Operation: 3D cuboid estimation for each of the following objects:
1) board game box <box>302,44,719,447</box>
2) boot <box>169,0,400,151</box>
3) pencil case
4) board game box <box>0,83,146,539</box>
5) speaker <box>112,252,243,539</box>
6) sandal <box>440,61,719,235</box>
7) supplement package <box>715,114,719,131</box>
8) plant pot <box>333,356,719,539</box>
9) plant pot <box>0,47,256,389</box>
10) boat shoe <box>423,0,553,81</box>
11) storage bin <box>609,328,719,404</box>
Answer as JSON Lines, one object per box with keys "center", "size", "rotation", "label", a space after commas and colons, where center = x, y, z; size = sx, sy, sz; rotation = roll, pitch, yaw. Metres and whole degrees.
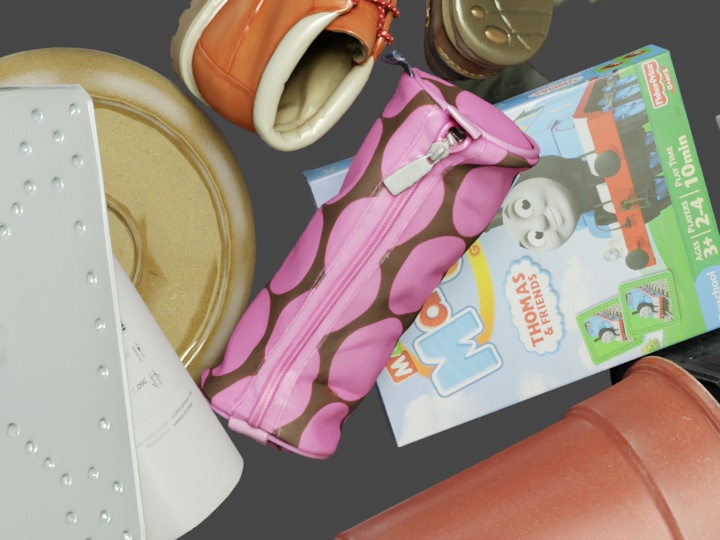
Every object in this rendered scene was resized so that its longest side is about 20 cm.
{"center": [0.087, -0.013, 0.879], "size": [0.198, 0.037, 0.153], "rotation": [-20, 104, -2], "label": "board game box"}
{"center": [0.001, -0.145, 0.789], "size": [0.075, 0.107, 0.201], "rotation": [34, 97, -36], "label": "boot"}
{"center": [0.000, 0.000, 0.803], "size": [0.090, 0.094, 0.201], "rotation": [31, 102, -7], "label": "pencil case"}
{"center": [-0.170, 0.033, 0.636], "size": [0.199, 0.026, 0.203], "rotation": [-10, 94, -53], "label": "board game box"}
{"center": [-0.134, 0.031, 0.759], "size": [0.081, 0.081, 0.201], "rotation": [-36, 109, -16], "label": "speaker"}
{"center": [0.125, -0.050, 0.915], "size": [0.199, 0.045, 0.076], "rotation": [35, 81, -23], "label": "sandal"}
{"center": [0.314, -0.016, 0.943], "size": [0.110, 0.155, 0.202], "rotation": [-26, 106, -20], "label": "supplement package"}
{"center": [0.098, 0.172, 0.858], "size": [0.193, 0.201, 0.203], "rotation": [-19, 104, -13], "label": "plant pot"}
{"center": [-0.139, -0.007, 0.811], "size": [0.198, 0.027, 0.203], "rotation": [-3, 97, -25], "label": "plant pot"}
{"center": [0.069, -0.191, 0.863], "size": [0.071, 0.067, 0.202], "rotation": [21, 71, -22], "label": "boat shoe"}
{"center": [0.229, 0.129, 0.932], "size": [0.093, 0.135, 0.202], "rotation": [-22, 105, -20], "label": "storage bin"}
